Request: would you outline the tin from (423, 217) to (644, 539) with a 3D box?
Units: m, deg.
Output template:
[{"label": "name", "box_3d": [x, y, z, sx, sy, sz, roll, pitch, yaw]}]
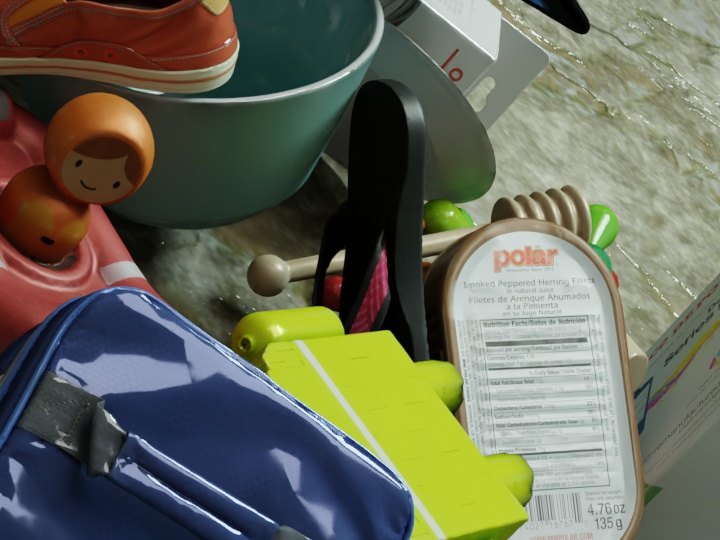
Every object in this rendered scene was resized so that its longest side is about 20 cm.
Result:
[{"label": "tin", "box_3d": [0.092, 0.071, 1.540, 0.111, 0.042, 0.202, -1, 77, -25]}]

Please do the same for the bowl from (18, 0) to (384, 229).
[{"label": "bowl", "box_3d": [-0.093, -0.095, 1.519, 0.199, 0.106, 0.201, 6, 33, -4]}]

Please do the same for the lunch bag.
[{"label": "lunch bag", "box_3d": [-0.086, 0.098, 1.203, 0.199, 0.132, 0.136, 34, 66, -16]}]

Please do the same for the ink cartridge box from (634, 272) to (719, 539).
[{"label": "ink cartridge box", "box_3d": [0.201, 0.097, 1.650, 0.087, 0.145, 0.200, 38, 28, -7]}]

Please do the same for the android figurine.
[{"label": "android figurine", "box_3d": [0.006, 0.089, 1.395, 0.182, 0.041, 0.200, 52, 27, 16]}]

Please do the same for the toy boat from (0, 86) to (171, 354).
[{"label": "toy boat", "box_3d": [-0.144, -0.028, 1.364, 0.130, 0.131, 0.201, 3, 47, -53]}]

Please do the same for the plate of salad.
[{"label": "plate of salad", "box_3d": [-0.002, -0.112, 1.653, 0.200, 0.200, 0.048, 40, 69, -7]}]

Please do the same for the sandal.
[{"label": "sandal", "box_3d": [0.000, 0.000, 1.504, 0.045, 0.201, 0.075, -13, 25, -32]}]

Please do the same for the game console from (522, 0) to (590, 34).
[{"label": "game console", "box_3d": [0.004, -0.185, 1.600, 0.175, 0.117, 0.200, -28, 46, -32]}]

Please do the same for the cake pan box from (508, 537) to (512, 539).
[{"label": "cake pan box", "box_3d": [-0.009, 0.131, 1.415, 0.184, 0.052, 0.200, 50, 26, 7]}]

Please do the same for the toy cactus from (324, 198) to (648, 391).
[{"label": "toy cactus", "box_3d": [0.089, 0.024, 1.641, 0.199, 0.103, 0.165, -12, 40, -43]}]

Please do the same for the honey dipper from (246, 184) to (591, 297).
[{"label": "honey dipper", "box_3d": [0.031, -0.011, 1.577, 0.199, 0.038, 0.038, -12, 54, -23]}]

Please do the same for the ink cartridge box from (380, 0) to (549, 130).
[{"label": "ink cartridge box", "box_3d": [0.005, -0.136, 1.747, 0.199, 0.116, 0.068, 36, 27, -14]}]

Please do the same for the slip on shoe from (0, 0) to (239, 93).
[{"label": "slip on shoe", "box_3d": [-0.157, -0.131, 1.412, 0.198, 0.062, 0.074, 6, 35, 1]}]
